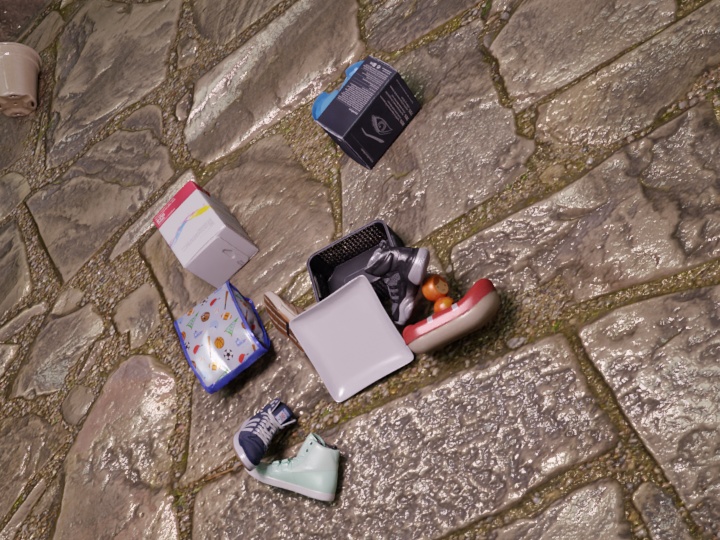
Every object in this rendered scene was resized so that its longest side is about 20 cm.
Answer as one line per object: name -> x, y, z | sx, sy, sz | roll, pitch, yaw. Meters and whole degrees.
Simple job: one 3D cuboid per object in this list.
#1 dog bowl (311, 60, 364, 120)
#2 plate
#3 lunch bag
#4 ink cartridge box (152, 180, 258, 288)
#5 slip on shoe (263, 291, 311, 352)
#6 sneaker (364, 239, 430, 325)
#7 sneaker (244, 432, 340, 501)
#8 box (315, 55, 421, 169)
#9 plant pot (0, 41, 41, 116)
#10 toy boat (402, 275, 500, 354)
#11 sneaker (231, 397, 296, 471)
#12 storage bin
dog bowl -> -0.027, -0.426, 1.794 | 0.200, 0.050, 0.112 | -42, 54, 6
plate -> -0.018, 0.140, 1.486 | 0.200, 0.032, 0.200 | -33, 87, 18
lunch bag -> -0.302, 0.158, 1.629 | 0.170, 0.124, 0.200 | -39, 47, 6
ink cartridge box -> -0.376, -0.086, 1.768 | 0.145, 0.145, 0.200 | -45, 54, 4
slip on shoe -> -0.147, 0.106, 1.608 | 0.060, 0.076, 0.200 | -21, 38, -29
sneaker -> 0.064, 0.019, 1.433 | 0.113, 0.200, 0.076 | 21, 45, 7
sneaker -> -0.131, 0.379, 1.458 | 0.200, 0.074, 0.119 | 9, 78, 21
box -> 0.020, -0.362, 1.677 | 0.200, 0.148, 0.104 | -50, 54, -1
plant pot -> -1.172, -0.630, 2.452 | 0.200, 0.200, 0.184 | -22, 70, 18
toy boat -> 0.164, 0.068, 1.396 | 0.200, 0.130, 0.131 | -29, 78, 13
sneaker -> -0.191, 0.324, 1.468 | 0.108, 0.200, 0.070 | -33, 99, 4
storage bin -> 0.000, 0.000, 1.553 | 0.200, 0.094, 0.136 | -27, 57, 15
